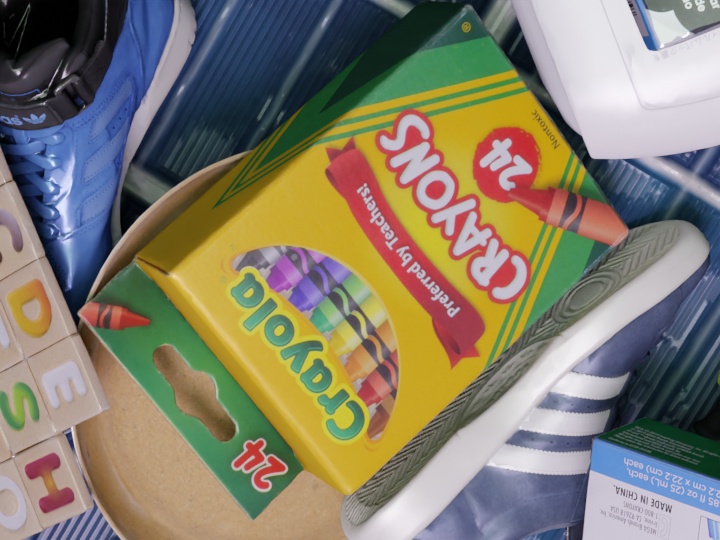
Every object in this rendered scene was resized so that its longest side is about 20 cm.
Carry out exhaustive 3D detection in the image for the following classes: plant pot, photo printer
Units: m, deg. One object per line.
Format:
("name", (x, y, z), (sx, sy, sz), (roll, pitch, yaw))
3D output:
("plant pot", (-0.032, 0.044, 0.925), (0.200, 0.027, 0.200), (-4, 99, -23))
("photo printer", (0.136, -0.153, 0.898), (0.166, 0.069, 0.200), (-22, 93, 8))

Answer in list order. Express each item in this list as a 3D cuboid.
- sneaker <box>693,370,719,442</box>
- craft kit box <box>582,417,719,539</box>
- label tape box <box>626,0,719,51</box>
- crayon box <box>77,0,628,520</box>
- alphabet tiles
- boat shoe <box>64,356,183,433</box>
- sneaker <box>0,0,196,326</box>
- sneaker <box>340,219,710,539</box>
("sneaker", (0.178, 0.046, 0.914), (0.083, 0.072, 0.200), (-19, 93, 10))
("craft kit box", (0.173, 0.179, 0.840), (0.200, 0.049, 0.198), (18, 109, 37))
("label tape box", (0.177, -0.187, 0.823), (0.200, 0.066, 0.143), (-22, 93, 9))
("crayon box", (0.000, 0.000, 0.889), (0.200, 0.051, 0.127), (-43, 112, -11))
("alphabet tiles", (-0.180, 0.021, 0.911), (0.167, 0.008, 0.200), (-26, 85, 43))
("boat shoe", (-0.149, 0.043, 0.962), (0.200, 0.062, 0.073), (-18, 93, 9))
("sneaker", (-0.139, -0.049, 0.901), (0.077, 0.111, 0.200), (17, 82, 27))
("sneaker", (0.086, 0.067, 0.927), (0.200, 0.075, 0.085), (-43, 107, -3))
